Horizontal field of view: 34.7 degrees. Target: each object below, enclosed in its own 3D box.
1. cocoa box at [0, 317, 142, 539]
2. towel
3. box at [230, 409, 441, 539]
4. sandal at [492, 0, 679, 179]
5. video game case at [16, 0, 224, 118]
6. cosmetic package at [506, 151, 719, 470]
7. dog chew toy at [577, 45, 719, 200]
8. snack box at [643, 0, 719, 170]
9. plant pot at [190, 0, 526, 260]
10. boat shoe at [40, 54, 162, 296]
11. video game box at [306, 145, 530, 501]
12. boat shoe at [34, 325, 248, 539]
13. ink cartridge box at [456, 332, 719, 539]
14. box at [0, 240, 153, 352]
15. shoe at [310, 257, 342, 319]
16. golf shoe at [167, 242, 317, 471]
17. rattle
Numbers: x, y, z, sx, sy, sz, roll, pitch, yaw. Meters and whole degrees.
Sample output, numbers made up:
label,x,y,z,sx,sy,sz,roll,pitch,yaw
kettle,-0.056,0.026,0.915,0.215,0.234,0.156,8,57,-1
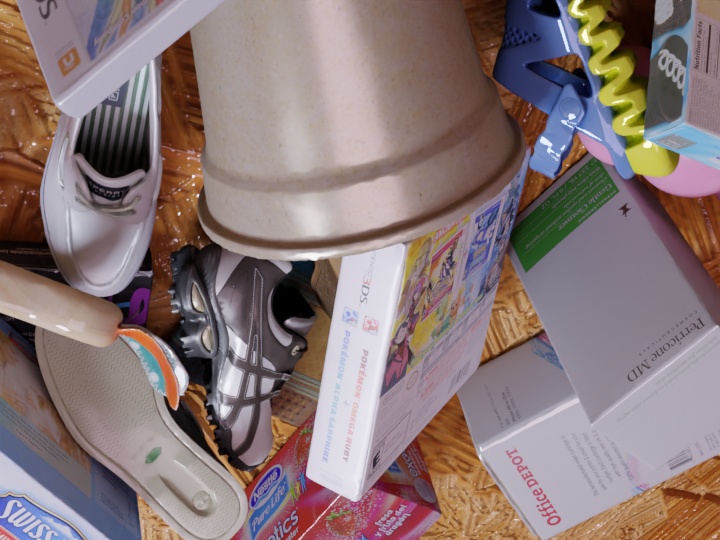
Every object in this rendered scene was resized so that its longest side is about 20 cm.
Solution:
label,x,y,z,sx,sy,sz,roll,pitch,yaw
cocoa box,-0.254,0.131,0.761,0.130,0.134,0.200,-31,128,8
towel,-0.041,0.027,0.856,0.146,0.022,0.200,28,117,-31
box,-0.037,0.212,0.949,0.095,0.100,0.200,26,117,-30
sandal,0.114,-0.135,0.693,0.086,0.079,0.202,-23,93,26
video game case,-0.097,-0.200,0.563,0.199,0.183,0.022,-35,150,14
cosmetic package,0.184,0.021,0.794,0.108,0.201,0.085,-43,126,18
dog chew toy,0.235,-0.102,0.769,0.198,0.125,0.125,7,126,-10
snack box,0.231,-0.157,0.686,0.115,0.202,0.037,17,163,-25
plant pot,-0.019,-0.136,0.642,0.198,0.201,0.185,-15,118,-3
boat shoe,-0.158,-0.064,0.704,0.073,0.067,0.202,0,118,-15
video game box,0.040,0.023,0.750,0.046,0.200,0.184,23,120,19
boat shoe,-0.155,0.103,0.795,0.072,0.068,0.201,-37,104,-8
ink cartridge box,0.196,0.114,0.943,0.199,0.088,0.146,-30,128,7
box,-0.230,0.068,0.829,0.141,0.036,0.201,3,127,-17
shoe,0.000,0.000,0.769,0.053,0.070,0.201,-37,152,-12
golf shoe,-0.071,0.065,0.816,0.093,0.078,0.201,-13,132,-4
rattle,-0.171,-0.019,0.682,0.198,0.144,0.131,16,157,15
